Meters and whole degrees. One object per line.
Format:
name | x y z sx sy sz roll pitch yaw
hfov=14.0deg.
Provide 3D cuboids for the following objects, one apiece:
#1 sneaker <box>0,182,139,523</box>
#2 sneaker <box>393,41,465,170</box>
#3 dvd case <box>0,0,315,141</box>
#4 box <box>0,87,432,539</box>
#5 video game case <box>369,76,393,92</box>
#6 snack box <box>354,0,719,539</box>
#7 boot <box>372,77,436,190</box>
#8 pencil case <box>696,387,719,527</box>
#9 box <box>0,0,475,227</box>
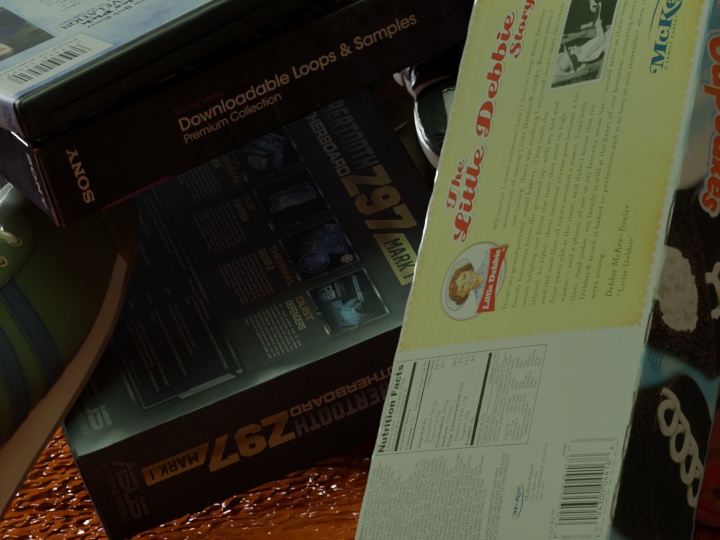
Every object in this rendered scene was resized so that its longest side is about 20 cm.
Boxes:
sneaker | -0.145 0.024 0.988 0.067 0.090 0.200 1 55 37
sneaker | 0.054 -0.048 1.084 0.076 0.116 0.200 -15 31 9
dvd case | -0.099 -0.099 1.045 0.143 0.018 0.200 -29 25 -22
box | -0.052 -0.006 1.085 0.158 0.051 0.200 -23 42 -7
video game case | 0.002 -0.099 1.242 0.182 0.022 0.200 -12 -17 -19
snack box | 0.066 -0.003 0.906 0.037 0.200 0.116 25 -20 -35
boot | 0.000 0.000 1.147 0.200 0.066 0.175 -30 40 -18
pencil case | 0.129 0.013 0.982 0.087 0.088 0.200 -9 21 10
box | -0.047 -0.087 1.048 0.200 0.036 0.143 -27 26 -16
